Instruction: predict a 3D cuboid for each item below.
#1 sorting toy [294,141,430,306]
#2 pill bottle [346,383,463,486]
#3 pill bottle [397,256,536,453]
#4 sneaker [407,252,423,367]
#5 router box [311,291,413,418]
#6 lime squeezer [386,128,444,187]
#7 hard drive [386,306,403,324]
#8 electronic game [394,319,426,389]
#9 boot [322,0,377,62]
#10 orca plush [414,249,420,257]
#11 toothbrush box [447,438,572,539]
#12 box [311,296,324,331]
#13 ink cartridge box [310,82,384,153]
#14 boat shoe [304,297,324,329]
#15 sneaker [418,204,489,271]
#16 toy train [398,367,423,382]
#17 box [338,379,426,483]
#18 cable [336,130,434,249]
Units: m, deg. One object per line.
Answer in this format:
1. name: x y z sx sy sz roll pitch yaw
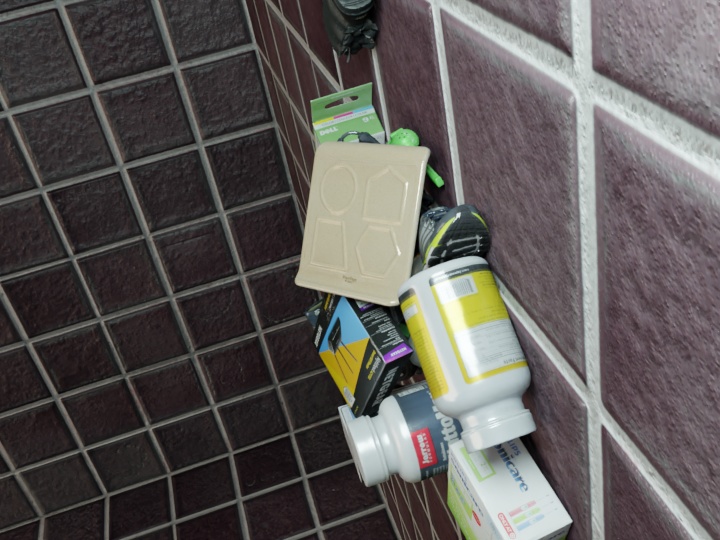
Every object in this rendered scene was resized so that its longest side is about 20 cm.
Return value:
1. sorting toy: 0.003 -0.065 1.034 0.184 0.036 0.201 11 90 39
2. pill bottle: 0.088 0.217 1.079 0.120 0.199 0.120 162 90 -83
3. pill bottle: 0.122 0.094 0.892 0.112 0.111 0.201 101 152 -74
4. sneaker: 0.114 0.064 1.117 0.092 0.075 0.201 31 139 46
5. router box: -0.003 0.105 1.134 0.150 0.051 0.200 57 154 23
6. lime squeezer: 0.066 -0.161 1.078 0.071 0.038 0.200 43 -179 -18
7. hard drive: 0.000 0.000 1.155 0.200 0.042 0.136 19 128 61
8. electronic game: 0.054 0.147 1.295 0.042 0.199 0.201 -61 -32 -47
9. boot: -0.030 -0.397 1.079 0.162 0.073 0.199 113 139 -84
10. orca plush: 0.095 0.018 1.212 0.106 0.071 0.200 -62 -6 -23
11. toothbrush box: 0.179 0.302 1.005 0.200 0.086 0.146 85 159 -54
12. box: 0.004 0.060 1.400 0.036 0.200 0.145 41 -166 -38
13. ink cartridge box: -0.018 -0.201 1.284 0.200 0.103 0.060 88 163 -62
14. boat shoe: -0.004 0.030 1.330 0.062 0.200 0.075 55 175 -21
15. sneaker: 0.098 -0.041 0.940 0.200 0.073 0.081 107 150 -73
16. toy train: 0.051 0.106 1.433 0.087 0.114 0.201 85 165 -56
17. box: 0.077 0.230 1.200 0.117 0.199 0.060 -117 13 -60
18. cable: 0.034 -0.098 1.126 0.163 0.051 0.201 30 146 23
